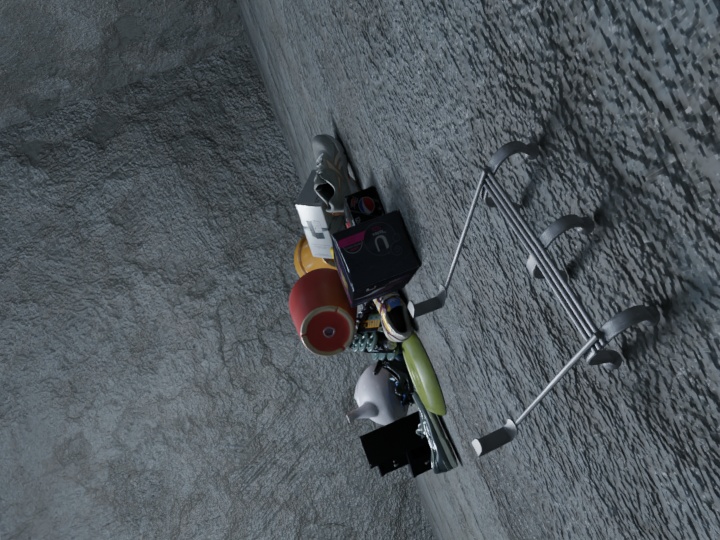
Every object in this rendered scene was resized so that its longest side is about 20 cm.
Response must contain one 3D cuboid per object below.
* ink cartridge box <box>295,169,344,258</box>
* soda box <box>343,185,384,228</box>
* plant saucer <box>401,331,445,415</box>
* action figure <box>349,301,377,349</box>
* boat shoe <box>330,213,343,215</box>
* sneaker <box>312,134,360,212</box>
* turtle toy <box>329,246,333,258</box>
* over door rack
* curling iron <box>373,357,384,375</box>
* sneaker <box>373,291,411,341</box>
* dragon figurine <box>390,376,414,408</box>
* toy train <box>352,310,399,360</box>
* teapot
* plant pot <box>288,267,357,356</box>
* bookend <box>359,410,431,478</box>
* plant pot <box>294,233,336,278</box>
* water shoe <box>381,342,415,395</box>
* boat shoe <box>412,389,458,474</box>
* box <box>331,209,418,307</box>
[{"bbox_3d":[-0.097,-0.155,1.460,0.202,0.081,0.148,76,-154,-46],"label":"ink cartridge box"},{"bbox_3d":[0.004,-0.102,1.090,0.200,0.062,0.072,106,143,-79],"label":"soda box"},{"bbox_3d":[0.135,0.233,1.193,0.200,0.031,0.203,158,91,-85],"label":"plant saucer"},{"bbox_3d":[0.027,0.153,1.585,0.200,0.101,0.120,-46,25,42],"label":"action figure"},{"bbox_3d":[-0.065,-0.219,1.309,0.072,0.066,0.202,-118,10,-50],"label":"boat shoe"},{"bbox_3d":[-0.073,-0.218,1.182,0.076,0.091,0.203,-48,63,49],"label":"sneaker"},{"bbox_3d":[0.000,0.000,1.293,0.200,0.100,0.148,-138,26,-76],"label":"turtle toy"},{"bbox_3d":[0.116,0.027,0.402,0.201,0.065,0.149,111,142,-50],"label":"over door rack"},{"bbox_3d":[0.059,0.216,1.421,0.201,0.048,0.026,-69,-21,-58],"label":"curling iron"},{"bbox_3d":[0.058,0.056,1.147,0.203,0.074,0.090,63,165,5],"label":"sneaker"},{"bbox_3d":[0.126,0.331,1.458,0.200,0.058,0.101,75,171,-77],"label":"dragon figurine"},{"bbox_3d":[0.045,0.154,1.297,0.200,0.084,0.116,-24,45,68],"label":"toy train"},{"bbox_3d":[0.051,0.361,1.575,0.200,0.144,0.201,41,-137,-52],"label":"teapot"},{"bbox_3d":[-0.092,0.120,1.399,0.178,0.197,0.204,-112,3,-66],"label":"plant pot"},{"bbox_3d":[0.118,0.490,1.416,0.093,0.197,0.201,-118,9,-46],"label":"bookend"},{"bbox_3d":[-0.094,-0.053,1.653,0.204,0.197,0.183,68,159,4],"label":"plant pot"},{"bbox_3d":[0.086,0.215,1.346,0.072,0.078,0.203,82,167,-64],"label":"water shoe"},{"bbox_3d":[0.159,0.376,1.247,0.073,0.061,0.202,47,-165,-57],"label":"boat shoe"},{"bbox_3d":[0.021,-0.014,0.952,0.200,0.120,0.108,102,147,-79],"label":"box"}]
